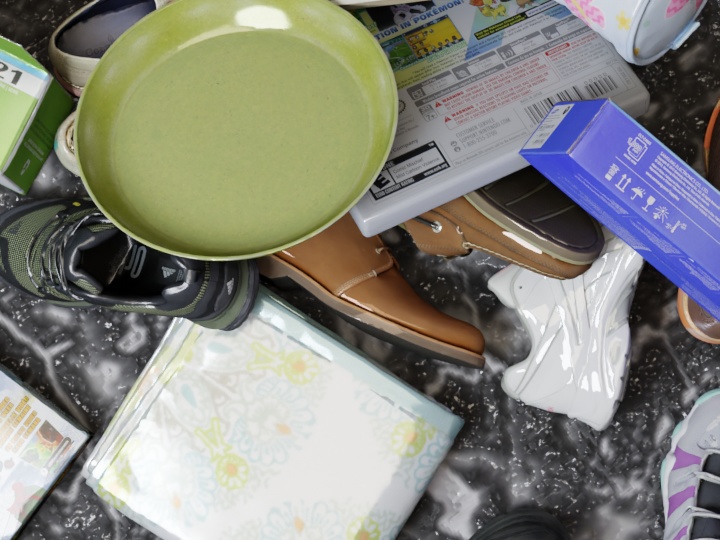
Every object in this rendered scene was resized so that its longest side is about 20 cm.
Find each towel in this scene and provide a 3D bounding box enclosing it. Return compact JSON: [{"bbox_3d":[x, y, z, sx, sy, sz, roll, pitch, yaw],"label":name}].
[{"bbox_3d":[-0.059,0.114,1.334,0.200,0.048,0.171,32,89,3],"label":"towel"}]

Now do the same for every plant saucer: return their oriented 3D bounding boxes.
[{"bbox_3d":[-0.075,-0.086,1.263,0.199,0.031,0.201,-3,60,5],"label":"plant saucer"}]

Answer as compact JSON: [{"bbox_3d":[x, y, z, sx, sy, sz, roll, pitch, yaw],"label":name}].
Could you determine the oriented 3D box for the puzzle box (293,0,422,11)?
[{"bbox_3d":[0.045,-0.234,1.267,0.199,0.025,0.134,-2,90,31],"label":"puzzle box"}]

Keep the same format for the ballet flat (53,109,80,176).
[{"bbox_3d":[-0.100,-0.095,1.339,0.199,0.062,0.068,-14,87,-1],"label":"ballet flat"}]

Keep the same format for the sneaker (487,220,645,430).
[{"bbox_3d":[0.134,-0.003,1.327,0.099,0.078,0.201,10,85,4],"label":"sneaker"}]

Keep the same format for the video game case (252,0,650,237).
[{"bbox_3d":[0.052,-0.129,1.308,0.199,0.022,0.183,-24,58,-9],"label":"video game case"}]

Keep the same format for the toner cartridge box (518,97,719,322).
[{"bbox_3d":[0.193,-0.024,1.231,0.200,0.095,0.043,39,85,-13],"label":"toner cartridge box"}]

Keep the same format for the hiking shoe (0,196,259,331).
[{"bbox_3d":[-0.165,-0.014,1.294,0.199,0.101,0.076,8,81,26],"label":"hiking shoe"}]

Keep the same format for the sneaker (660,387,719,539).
[{"bbox_3d":[0.224,0.172,1.279,0.077,0.140,0.201,9,87,1],"label":"sneaker"}]

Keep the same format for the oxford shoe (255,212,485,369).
[{"bbox_3d":[0.000,0.000,1.330,0.200,0.071,0.071,29,83,4],"label":"oxford shoe"}]

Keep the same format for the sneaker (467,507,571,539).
[{"bbox_3d":[0.049,0.222,1.303,0.200,0.091,0.076,-41,89,-1],"label":"sneaker"}]

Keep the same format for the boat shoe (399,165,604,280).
[{"bbox_3d":[0.065,-0.042,1.316,0.200,0.072,0.068,35,124,26],"label":"boat shoe"}]

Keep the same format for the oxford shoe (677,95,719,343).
[{"bbox_3d":[0.255,-0.052,1.329,0.071,0.073,0.201,11,86,0],"label":"oxford shoe"}]

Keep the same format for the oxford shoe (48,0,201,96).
[{"bbox_3d":[-0.108,-0.169,1.338,0.200,0.074,0.071,-27,84,-3],"label":"oxford shoe"}]

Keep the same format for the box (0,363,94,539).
[{"bbox_3d":[-0.286,0.145,1.335,0.137,0.040,0.200,37,87,1],"label":"box"}]

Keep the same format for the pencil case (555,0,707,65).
[{"bbox_3d":[0.124,-0.210,1.286,0.083,0.091,0.200,-43,63,-15],"label":"pencil case"}]

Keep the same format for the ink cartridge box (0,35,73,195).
[{"bbox_3d":[-0.270,-0.121,1.272,0.147,0.200,0.076,26,87,2],"label":"ink cartridge box"}]
